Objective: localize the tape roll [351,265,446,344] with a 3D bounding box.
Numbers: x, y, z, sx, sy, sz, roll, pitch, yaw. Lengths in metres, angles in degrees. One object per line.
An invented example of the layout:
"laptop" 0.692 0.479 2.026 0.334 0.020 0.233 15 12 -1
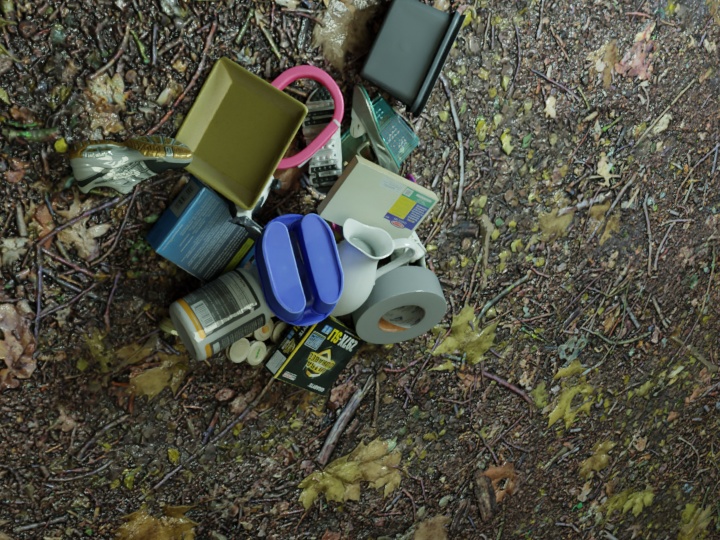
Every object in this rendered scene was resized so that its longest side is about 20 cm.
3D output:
"tape roll" 0.078 0.075 1.621 0.198 0.067 0.201 -11 146 -8

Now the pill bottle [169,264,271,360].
"pill bottle" -0.233 0.067 1.392 0.199 0.116 0.117 -29 124 -23

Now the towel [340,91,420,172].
"towel" 0.015 -0.230 1.529 0.200 0.022 0.147 -49 126 -1

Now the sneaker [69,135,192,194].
"sneaker" -0.383 -0.174 1.300 0.197 0.076 0.089 -4 122 -16

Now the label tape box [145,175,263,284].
"label tape box" -0.270 -0.057 1.417 0.144 0.066 0.200 -52 135 1

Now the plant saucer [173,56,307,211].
"plant saucer" -0.206 -0.232 1.325 0.201 0.199 0.048 -59 163 6

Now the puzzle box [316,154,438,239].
"puzzle box" 0.033 -0.122 1.438 0.199 0.026 0.133 21 120 -34

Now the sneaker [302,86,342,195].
"sneaker" -0.067 -0.240 1.442 0.074 0.081 0.203 -1 91 6

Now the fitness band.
"fitness band" -0.120 -0.272 1.379 0.200 0.037 0.144 -44 95 -1

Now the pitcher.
"pitcher" 0.000 0.000 1.471 0.170 0.122 0.200 8 139 -28

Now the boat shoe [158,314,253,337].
"boat shoe" -0.291 0.092 1.477 0.198 0.073 0.063 1 106 -42

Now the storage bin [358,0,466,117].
"storage bin" 0.087 -0.407 1.430 0.133 0.146 0.202 25 100 -8

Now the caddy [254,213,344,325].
"caddy" -0.108 -0.005 1.352 0.140 0.105 0.202 -13 84 -14

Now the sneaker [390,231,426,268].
"sneaker" 0.096 -0.065 1.602 0.078 0.099 0.201 -34 125 -12

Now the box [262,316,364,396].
"box" -0.091 0.168 1.598 0.160 0.049 0.200 -54 147 0

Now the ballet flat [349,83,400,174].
"ballet flat" 0.015 -0.254 1.467 0.063 0.068 0.201 -28 123 -1

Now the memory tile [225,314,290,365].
"memory tile" -0.182 0.092 1.523 0.153 0.017 0.202 21 89 -50

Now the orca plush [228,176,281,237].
"orca plush" -0.189 -0.118 1.373 0.104 0.201 0.072 -7 131 -8

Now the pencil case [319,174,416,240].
"pencil case" 0.021 -0.124 1.510 0.198 0.089 0.089 -15 120 -4
